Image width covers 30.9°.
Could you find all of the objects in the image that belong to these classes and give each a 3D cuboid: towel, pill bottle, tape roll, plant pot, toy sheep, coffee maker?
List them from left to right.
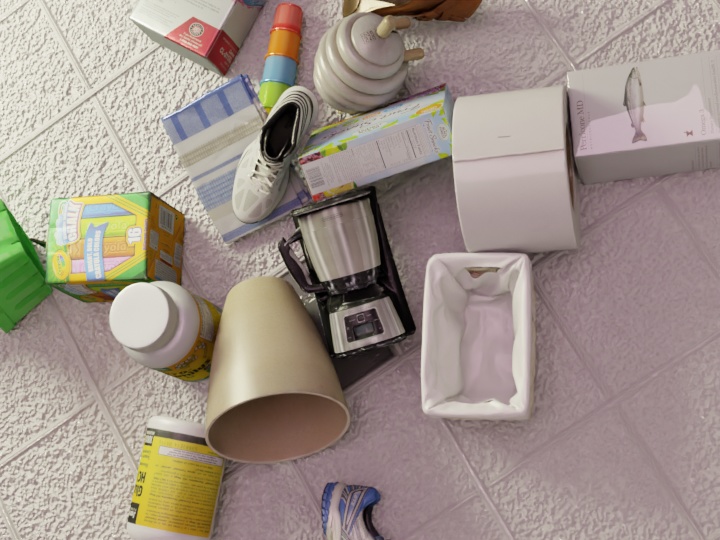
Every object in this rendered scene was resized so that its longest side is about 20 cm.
[{"bbox_3d":[-0.248,0.078,1.705,0.111,0.200,0.115,-3,76,14],"label":"pill bottle"},{"bbox_3d":[-0.242,0.299,1.699,0.111,0.112,0.203,7,79,17],"label":"pill bottle"},{"bbox_3d":[-0.169,-0.150,1.780,0.145,0.024,0.202,-25,99,16],"label":"towel"},{"bbox_3d":[-0.117,0.116,1.685,0.185,0.188,0.202,-17,57,11],"label":"plant pot"},{"bbox_3d":[0.000,0.000,1.685,0.133,0.192,0.203,-14,94,28],"label":"coffee maker"},{"bbox_3d":[0.006,-0.280,1.732,0.136,0.200,0.140,10,58,-17],"label":"toy sheep"},{"bbox_3d":[0.197,-0.123,1.625,0.137,0.203,0.206,-5,76,14],"label":"tape roll"}]

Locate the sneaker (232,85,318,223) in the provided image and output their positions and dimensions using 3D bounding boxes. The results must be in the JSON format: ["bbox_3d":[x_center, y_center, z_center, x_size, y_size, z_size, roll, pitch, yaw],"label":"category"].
[{"bbox_3d":[-0.127,-0.143,1.700,0.075,0.115,0.202,28,109,2],"label":"sneaker"}]

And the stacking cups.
[{"bbox_3d":[-0.118,-0.275,1.828,0.059,0.061,0.203,1,75,16],"label":"stacking cups"}]

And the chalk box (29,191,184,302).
[{"bbox_3d":[-0.358,-0.028,1.803,0.197,0.125,0.126,-4,76,16],"label":"chalk box"}]

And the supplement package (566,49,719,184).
[{"bbox_3d":[0.367,-0.191,1.637,0.197,0.117,0.119,-7,76,14],"label":"supplement package"}]

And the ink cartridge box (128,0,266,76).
[{"bbox_3d":[-0.215,-0.406,1.869,0.144,0.083,0.202,28,86,20],"label":"ink cartridge box"}]

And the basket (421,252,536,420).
[{"bbox_3d":[0.154,0.089,1.630,0.133,0.123,0.204,-1,78,15],"label":"basket"}]

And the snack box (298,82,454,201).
[{"bbox_3d":[0.029,-0.169,1.699,0.197,0.169,0.069,-19,106,12],"label":"snack box"}]

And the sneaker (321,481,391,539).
[{"bbox_3d":[-0.002,0.366,1.637,0.084,0.077,0.203,-6,76,10],"label":"sneaker"}]

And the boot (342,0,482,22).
[{"bbox_3d":[0.066,-0.372,1.776,0.153,0.200,0.078,5,81,-21],"label":"boot"}]

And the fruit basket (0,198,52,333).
[{"bbox_3d":[-0.555,0.001,1.808,0.214,0.216,0.157,-32,71,6],"label":"fruit basket"}]
